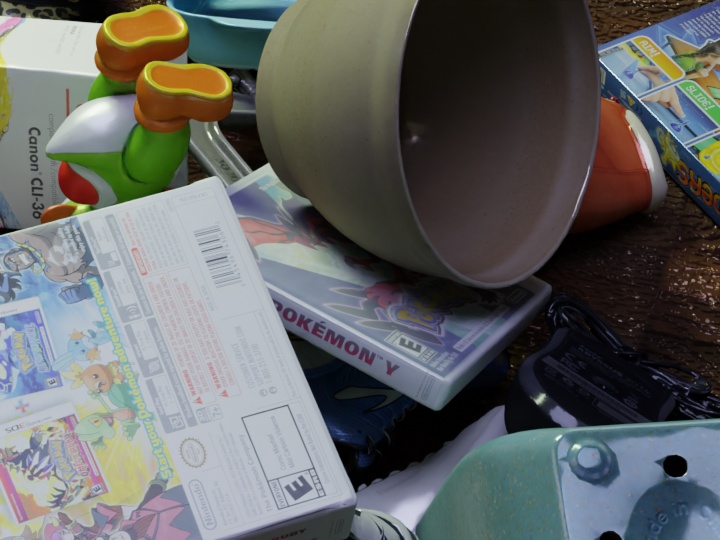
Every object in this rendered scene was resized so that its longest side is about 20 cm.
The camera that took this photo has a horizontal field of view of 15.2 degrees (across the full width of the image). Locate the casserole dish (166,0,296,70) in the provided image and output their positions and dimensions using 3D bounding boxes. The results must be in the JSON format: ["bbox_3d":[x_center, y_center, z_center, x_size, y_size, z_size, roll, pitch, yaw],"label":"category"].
[{"bbox_3d":[-0.061,-0.168,1.758,0.120,0.039,0.200,4,19,3],"label":"casserole dish"}]

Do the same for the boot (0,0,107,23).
[{"bbox_3d":[-0.259,-0.183,1.789,0.202,0.074,0.154,7,43,-3],"label":"boot"}]

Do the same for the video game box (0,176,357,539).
[{"bbox_3d":[-0.121,0.064,1.309,0.181,0.047,0.201,-14,60,-18],"label":"video game box"}]

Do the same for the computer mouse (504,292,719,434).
[{"bbox_3d":[0.131,0.082,1.488,0.138,0.053,0.200,35,19,11],"label":"computer mouse"}]

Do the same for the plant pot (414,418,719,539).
[{"bbox_3d":[0.140,0.166,1.311,0.194,0.200,0.198,-3,62,-6],"label":"plant pot"}]

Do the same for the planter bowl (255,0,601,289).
[{"bbox_3d":[0.027,-0.095,1.507,0.134,0.201,0.200,5,39,38],"label":"planter bowl"}]

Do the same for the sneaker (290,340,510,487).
[{"bbox_3d":[-0.002,0.081,1.534,0.199,0.079,0.090,-14,69,-23],"label":"sneaker"}]

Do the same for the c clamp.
[{"bbox_3d":[-0.037,-0.060,1.655,0.170,0.027,0.200,6,41,-51],"label":"c clamp"}]

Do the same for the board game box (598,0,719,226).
[{"bbox_3d":[0.255,-0.095,1.729,0.135,0.035,0.200,-21,49,-21],"label":"board game box"}]

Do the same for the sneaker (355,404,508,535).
[{"bbox_3d":[0.019,0.131,1.473,0.084,0.073,0.200,28,52,22],"label":"sneaker"}]

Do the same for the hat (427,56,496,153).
[{"bbox_3d":[0.047,-0.107,1.640,0.081,0.201,0.201,18,29,-42],"label":"hat"}]

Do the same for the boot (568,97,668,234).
[{"bbox_3d":[0.115,-0.096,1.714,0.107,0.075,0.200,-11,48,-25],"label":"boot"}]

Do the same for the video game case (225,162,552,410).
[{"bbox_3d":[0.000,0.000,1.510,0.181,0.023,0.200,28,23,11],"label":"video game case"}]

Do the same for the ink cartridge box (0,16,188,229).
[{"bbox_3d":[-0.208,-0.090,1.656,0.198,0.117,0.068,4,33,4],"label":"ink cartridge box"}]

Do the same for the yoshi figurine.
[{"bbox_3d":[-0.122,-0.051,1.579,0.111,0.201,0.113,24,37,4],"label":"yoshi figurine"}]

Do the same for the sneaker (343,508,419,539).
[{"bbox_3d":[-0.075,0.161,1.365,0.198,0.130,0.080,-15,62,16],"label":"sneaker"}]
